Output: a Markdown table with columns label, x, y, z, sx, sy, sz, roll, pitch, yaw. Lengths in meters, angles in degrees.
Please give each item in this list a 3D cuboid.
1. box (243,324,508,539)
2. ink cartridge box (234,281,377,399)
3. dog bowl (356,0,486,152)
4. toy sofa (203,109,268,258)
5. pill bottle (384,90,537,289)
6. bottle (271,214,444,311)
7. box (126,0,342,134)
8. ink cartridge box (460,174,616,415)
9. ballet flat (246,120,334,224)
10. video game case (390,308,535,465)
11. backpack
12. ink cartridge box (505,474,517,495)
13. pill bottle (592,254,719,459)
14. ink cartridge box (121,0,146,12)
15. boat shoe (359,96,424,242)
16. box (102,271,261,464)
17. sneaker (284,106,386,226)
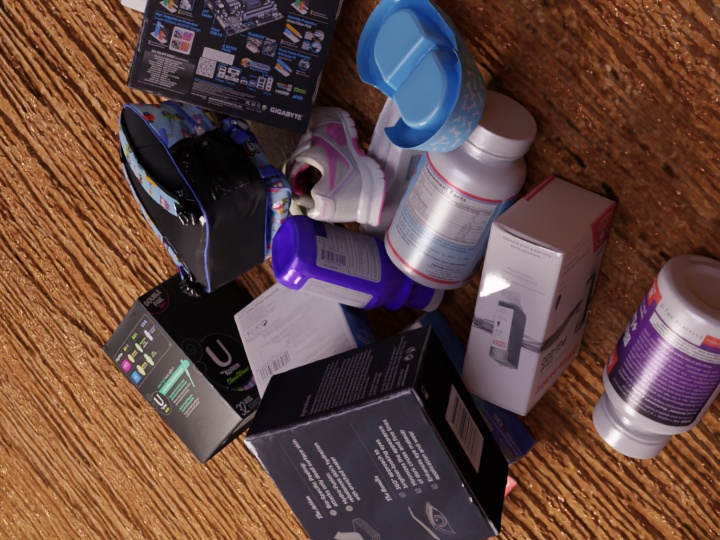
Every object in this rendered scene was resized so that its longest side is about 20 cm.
| label | x | y | z | sx | sy | sz | roll | pitch | yaw |
| --- | --- | --- | --- | --- | --- | --- | --- | --- | --- |
| box | 0.021 | 0.187 | 1.354 | 0.199 | 0.118 | 0.197 | -19 | 116 | 23 |
| ink cartridge box | -0.050 | 0.101 | 1.484 | 0.136 | 0.076 | 0.201 | -37 | 48 | 16 |
| dog bowl | 0.063 | -0.199 | 1.327 | 0.112 | 0.049 | 0.201 | -47 | 44 | 28 |
| toy sofa | -0.162 | -0.101 | 1.595 | 0.082 | 0.098 | 0.201 | -29 | 94 | 16 |
| pill bottle | 0.107 | -0.085 | 1.379 | 0.109 | 0.109 | 0.201 | 37 | 129 | 15 |
| bottle | 0.000 | 0.000 | 1.455 | 0.065 | 0.199 | 0.084 | -49 | 37 | 38 |
| box | -0.127 | -0.265 | 1.386 | 0.199 | 0.050 | 0.200 | 13 | 99 | -13 |
| ink cartridge box | 0.182 | 0.026 | 1.355 | 0.084 | 0.146 | 0.201 | 25 | 125 | 22 |
| ballet flat | -0.089 | -0.101 | 1.542 | 0.072 | 0.072 | 0.201 | -25 | 96 | 41 |
| video game case | 0.082 | 0.169 | 1.568 | 0.200 | 0.045 | 0.181 | 53 | 132 | 1 |
| backpack | -0.182 | -0.102 | 1.458 | 0.200 | 0.134 | 0.183 | 52 | 157 | 25 |
| ink cartridge box | 0.060 | 0.244 | 1.514 | 0.176 | 0.045 | 0.200 | 43 | 131 | 12 |
| pill bottle | 0.311 | 0.092 | 1.318 | 0.111 | 0.111 | 0.201 | 35 | 128 | 16 |
| ink cartridge box | -0.185 | -0.380 | 1.458 | 0.146 | 0.083 | 0.201 | 23 | 124 | 23 |
| boat shoe | 0.033 | -0.117 | 1.449 | 0.069 | 0.072 | 0.201 | 58 | 150 | 36 |
| box | -0.196 | 0.110 | 1.669 | 0.200 | 0.148 | 0.124 | 48 | 132 | 7 |
| sneaker | -0.044 | -0.119 | 1.443 | 0.200 | 0.088 | 0.082 | -124 | 37 | -51 |
